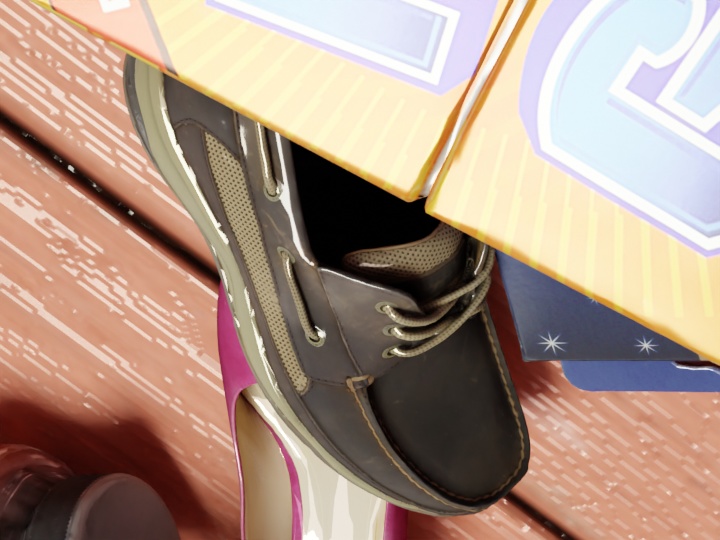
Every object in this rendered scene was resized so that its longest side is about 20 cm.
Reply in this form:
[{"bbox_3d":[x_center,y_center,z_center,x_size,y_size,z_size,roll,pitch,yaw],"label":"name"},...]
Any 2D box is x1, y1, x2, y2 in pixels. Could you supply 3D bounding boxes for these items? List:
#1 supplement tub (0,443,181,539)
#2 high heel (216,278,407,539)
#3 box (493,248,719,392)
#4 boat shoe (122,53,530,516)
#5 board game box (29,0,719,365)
[{"bbox_3d":[-0.164,0.123,0.932,0.199,0.107,0.107,-10,123,30],"label":"supplement tub"},{"bbox_3d":[-0.019,0.083,0.834,0.067,0.096,0.201,3,126,11],"label":"high heel"},{"bbox_3d":[0.094,-0.032,0.741,0.121,0.032,0.201,-1,128,24],"label":"box"},{"bbox_3d":[0.000,0.000,0.765,0.073,0.075,0.200,5,135,54],"label":"boat shoe"},{"bbox_3d":[0.075,-0.133,0.529,0.199,0.200,0.200,27,124,0],"label":"board game box"}]
